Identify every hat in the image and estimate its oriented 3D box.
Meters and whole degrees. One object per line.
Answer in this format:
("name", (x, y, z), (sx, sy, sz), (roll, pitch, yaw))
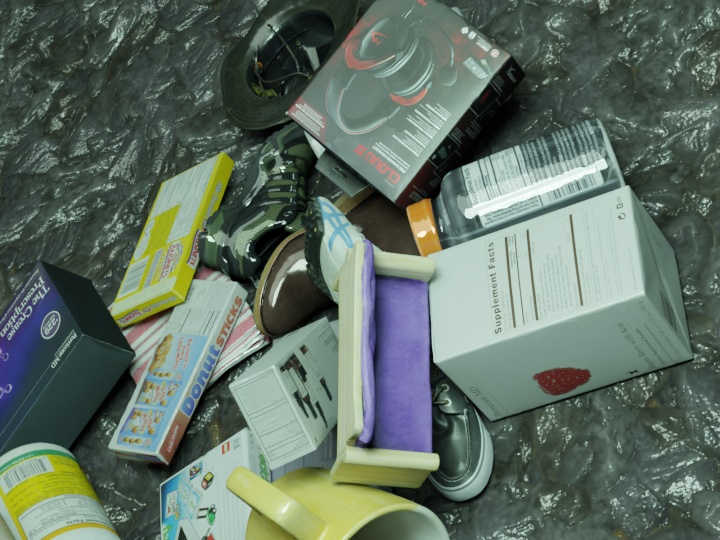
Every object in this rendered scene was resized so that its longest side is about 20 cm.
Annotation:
("hat", (-0.058, -0.222, 1.956), (0.200, 0.081, 0.202), (-24, 48, 29))

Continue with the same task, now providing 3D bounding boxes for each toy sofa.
("toy sofa", (0.024, 0.078, 1.529), (0.082, 0.098, 0.201), (7, 61, -13))

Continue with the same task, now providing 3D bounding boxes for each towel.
("towel", (-0.187, 0.058, 1.878), (0.146, 0.030, 0.200), (-40, 43, 3))

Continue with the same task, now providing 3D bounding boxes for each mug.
("mug", (-0.026, 0.228, 1.546), (0.149, 0.188, 0.153), (-27, 32, -28))

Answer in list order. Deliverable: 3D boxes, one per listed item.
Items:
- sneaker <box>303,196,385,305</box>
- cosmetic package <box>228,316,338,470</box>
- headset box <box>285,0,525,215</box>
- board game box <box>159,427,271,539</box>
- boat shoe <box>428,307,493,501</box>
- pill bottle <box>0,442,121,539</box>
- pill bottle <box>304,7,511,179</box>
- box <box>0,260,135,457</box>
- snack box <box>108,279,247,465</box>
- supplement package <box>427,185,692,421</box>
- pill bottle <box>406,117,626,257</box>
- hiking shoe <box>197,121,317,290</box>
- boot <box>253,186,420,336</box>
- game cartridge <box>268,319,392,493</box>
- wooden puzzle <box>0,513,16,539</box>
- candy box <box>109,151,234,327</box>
("sneaker", (0.000, 0.000, 1.692), (0.072, 0.072, 0.200), (-7, 41, -26))
("cosmetic package", (-0.053, 0.105, 1.589), (0.050, 0.083, 0.200), (-24, 5, 15))
("headset box", (0.038, -0.162, 1.726), (0.149, 0.075, 0.200), (41, 94, 19))
("board game box", (-0.134, 0.261, 1.666), (0.126, 0.035, 0.201), (-34, 44, 31))
("boat shoe", (0.071, 0.114, 1.633), (0.070, 0.066, 0.201), (-22, 49, 19))
("pill bottle", (-0.291, 0.269, 1.733), (0.113, 0.113, 0.200), (-41, 45, 1))
("pill bottle", (0.045, -0.170, 1.825), (0.199, 0.111, 0.111), (-33, 46, 9))
("box", (-0.339, 0.114, 1.869), (0.200, 0.079, 0.141), (-53, 46, 13))
("snack box", (-0.183, 0.099, 1.802), (0.072, 0.024, 0.201), (3, 59, 39))
("supplement package", (0.174, 0.032, 1.583), (0.199, 0.121, 0.120), (-20, 51, 22))
("pill bottle", (0.145, -0.060, 1.659), (0.199, 0.106, 0.107), (-20, 49, 7))
("hiking shoe", (-0.079, -0.067, 1.874), (0.100, 0.076, 0.200), (29, 74, 22))
("boot", (0.001, -0.003, 1.751), (0.166, 0.072, 0.200), (17, 61, 45))
("game cartridge", (-0.026, 0.138, 1.706), (0.129, 0.038, 0.201), (-15, 52, 20))
("wooden puzzle", (-0.334, 0.337, 1.667), (0.046, 0.201, 0.185), (-12, 37, -29))
("candy box", (-0.200, -0.034, 1.915), (0.102, 0.026, 0.201), (-20, 39, 37))
